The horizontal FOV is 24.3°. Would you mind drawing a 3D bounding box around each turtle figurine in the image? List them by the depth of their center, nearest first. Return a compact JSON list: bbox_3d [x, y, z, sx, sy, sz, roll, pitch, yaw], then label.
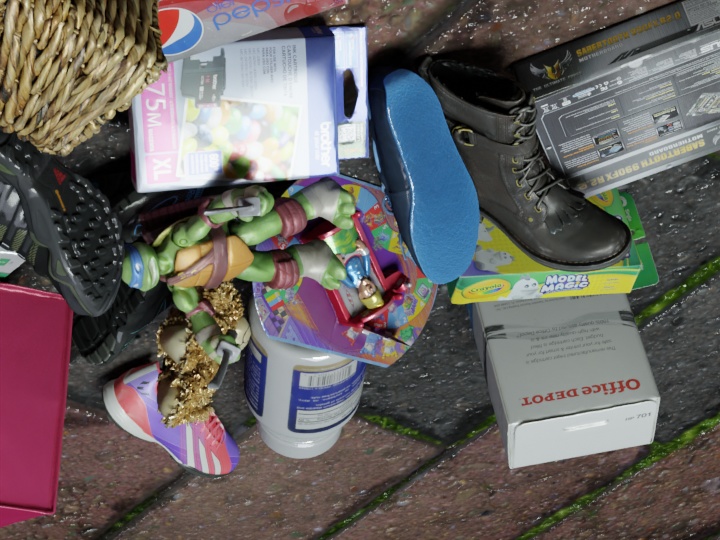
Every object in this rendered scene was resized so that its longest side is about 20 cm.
[{"bbox_3d":[-0.083,0.002,1.353,0.193,0.145,0.200,-17,-171,-34],"label":"turtle figurine"}]

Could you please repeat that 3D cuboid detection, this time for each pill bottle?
[{"bbox_3d":[-0.054,0.093,1.626,0.119,0.120,0.201,-4,143,-10],"label":"pill bottle"}]

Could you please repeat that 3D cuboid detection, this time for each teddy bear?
[{"bbox_3d":[-0.139,0.069,1.483,0.066,0.146,0.200,5,179,3],"label":"teddy bear"}]

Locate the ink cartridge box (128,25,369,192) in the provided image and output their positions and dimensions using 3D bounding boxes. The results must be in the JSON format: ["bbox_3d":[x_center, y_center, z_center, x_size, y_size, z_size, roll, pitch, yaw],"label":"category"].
[{"bbox_3d":[-0.087,-0.131,1.342,0.199,0.042,0.120,-6,112,-13],"label":"ink cartridge box"}]

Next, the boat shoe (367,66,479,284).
[{"bbox_3d":[0.053,-0.087,1.423,0.084,0.069,0.201,-21,119,-20],"label":"boat shoe"}]

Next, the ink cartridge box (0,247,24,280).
[{"bbox_3d":[-0.386,-0.025,1.381,0.199,0.050,0.161,4,167,-25],"label":"ink cartridge box"}]

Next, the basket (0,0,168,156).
[{"bbox_3d":[-0.236,-0.195,1.122,0.142,0.201,0.149,-33,142,28],"label":"basket"}]

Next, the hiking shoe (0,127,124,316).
[{"bbox_3d":[-0.259,-0.048,1.295,0.100,0.076,0.201,-4,125,35],"label":"hiking shoe"}]

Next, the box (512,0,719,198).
[{"bbox_3d":[0.249,-0.150,1.451,0.199,0.049,0.159,-20,144,11],"label":"box"}]

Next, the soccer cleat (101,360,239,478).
[{"bbox_3d":[-0.178,0.155,1.720,0.073,0.068,0.200,-32,137,19],"label":"soccer cleat"}]

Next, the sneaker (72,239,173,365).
[{"bbox_3d":[-0.206,0.029,1.534,0.079,0.076,0.200,-21,169,-38],"label":"sneaker"}]

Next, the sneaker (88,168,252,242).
[{"bbox_3d":[-0.184,-0.052,1.427,0.199,0.073,0.082,-28,132,21],"label":"sneaker"}]

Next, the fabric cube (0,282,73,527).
[{"bbox_3d":[-0.385,0.117,1.445,0.199,0.197,0.199,14,160,-32],"label":"fabric cube"}]

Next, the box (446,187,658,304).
[{"bbox_3d":[0.171,-0.033,1.526,0.199,0.118,0.048,-3,145,-14],"label":"box"}]

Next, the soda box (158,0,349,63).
[{"bbox_3d":[-0.114,-0.212,1.249,0.199,0.064,0.070,-18,144,6],"label":"soda box"}]

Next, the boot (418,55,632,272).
[{"bbox_3d":[0.138,-0.091,1.414,0.199,0.069,0.174,25,154,21],"label":"boot"}]

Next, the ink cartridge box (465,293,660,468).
[{"bbox_3d":[0.190,0.076,1.605,0.145,0.201,0.086,-9,144,-4],"label":"ink cartridge box"}]

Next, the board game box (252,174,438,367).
[{"bbox_3d":[0.000,0.000,1.497,0.199,0.159,0.039,16,177,-33],"label":"board game box"}]
